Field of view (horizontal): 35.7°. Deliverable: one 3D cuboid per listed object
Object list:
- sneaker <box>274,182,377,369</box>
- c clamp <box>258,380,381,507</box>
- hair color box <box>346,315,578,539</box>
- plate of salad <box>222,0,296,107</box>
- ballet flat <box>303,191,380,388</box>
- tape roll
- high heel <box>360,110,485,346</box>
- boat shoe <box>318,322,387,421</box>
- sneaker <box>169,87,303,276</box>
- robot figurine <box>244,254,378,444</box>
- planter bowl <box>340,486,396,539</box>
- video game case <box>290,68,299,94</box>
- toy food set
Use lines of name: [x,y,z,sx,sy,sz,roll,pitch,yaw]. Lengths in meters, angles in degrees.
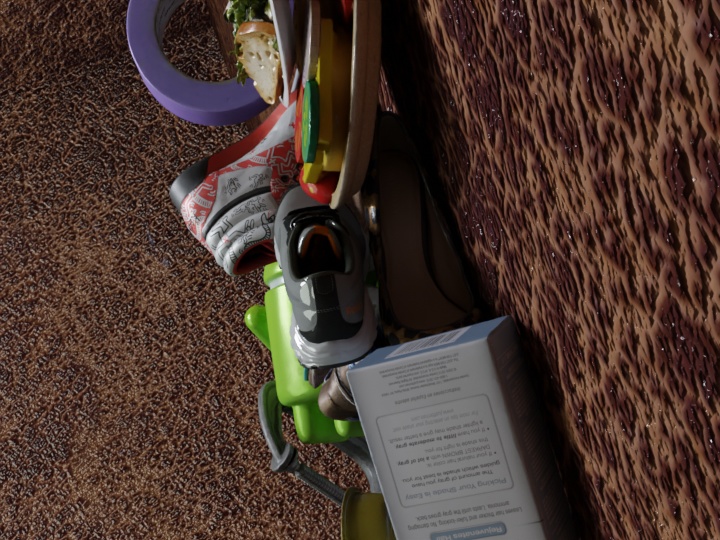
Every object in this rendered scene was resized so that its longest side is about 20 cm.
sneaker: [-0.027,-0.017,0.820,0.201,0.073,0.080,-106,6,-56]
c clamp: [-0.018,0.186,1.007,0.199,0.027,0.172,40,-156,-18]
hair color box: [0.072,0.141,0.702,0.061,0.098,0.203,-25,-81,-66]
plate of salad: [-0.086,-0.214,0.803,0.200,0.047,0.203,165,90,-85]
ballet flat: [0.000,0.000,0.913,0.068,0.066,0.203,86,-167,-72]
tape roll: [-0.171,-0.277,1.318,0.085,0.197,0.203,136,116,-84]
high heel: [0.040,-0.013,0.777,0.201,0.070,0.144,-113,11,-53]
boat shoe: [0.020,0.078,0.885,0.073,0.072,0.200,56,-163,15]
sneaker: [-0.055,-0.079,0.956,0.108,0.200,0.067,53,174,20]
robot figurine: [-0.025,0.049,1.000,0.115,0.174,0.203,7,-109,-54]
planter bowl: [0.057,0.246,0.819,0.200,0.082,0.203,-19,-90,-82]
video game case: [-0.058,-0.125,1.151,0.200,0.022,0.184,89,-167,-69]
toy food set: [-0.020,-0.146,0.791,0.198,0.048,0.203,123,149,-75]
